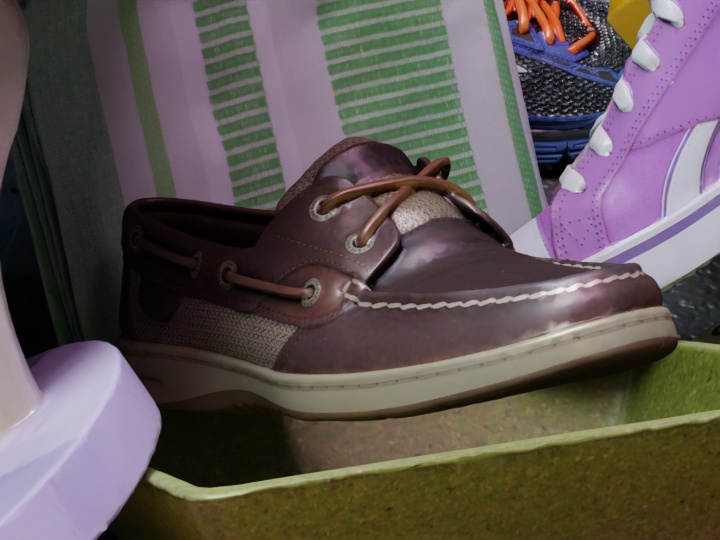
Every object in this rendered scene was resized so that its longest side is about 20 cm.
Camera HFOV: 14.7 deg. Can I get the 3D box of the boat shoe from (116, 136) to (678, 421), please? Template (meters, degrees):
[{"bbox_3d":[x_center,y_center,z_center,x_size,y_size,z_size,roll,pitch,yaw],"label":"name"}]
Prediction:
[{"bbox_3d":[0.000,0.000,0.756,0.072,0.072,0.200,-9,5,-38],"label":"boat shoe"}]

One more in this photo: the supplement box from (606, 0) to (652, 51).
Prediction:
[{"bbox_3d":[0.163,-0.109,0.978,0.110,0.109,0.200,45,19,-10],"label":"supplement box"}]

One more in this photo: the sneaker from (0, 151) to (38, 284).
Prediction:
[{"bbox_3d":[-0.151,0.010,0.848,0.200,0.074,0.082,-15,61,-31],"label":"sneaker"}]

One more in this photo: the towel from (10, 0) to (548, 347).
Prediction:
[{"bbox_3d":[-0.022,-0.044,0.880,0.200,0.153,0.023,-23,15,-40],"label":"towel"}]

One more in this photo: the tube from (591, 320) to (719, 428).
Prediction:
[{"bbox_3d":[0.161,0.019,0.909,0.200,0.058,0.052,-31,89,-39],"label":"tube"}]

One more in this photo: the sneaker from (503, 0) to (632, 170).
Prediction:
[{"bbox_3d":[0.031,-0.088,1.013,0.199,0.079,0.075,1,34,-10],"label":"sneaker"}]

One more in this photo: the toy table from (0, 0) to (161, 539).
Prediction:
[{"bbox_3d":[-0.132,0.026,0.697,0.184,0.117,0.200,-37,10,-12],"label":"toy table"}]

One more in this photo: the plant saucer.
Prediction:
[{"bbox_3d":[0.028,0.058,0.751,0.200,0.048,0.200,-8,4,-17],"label":"plant saucer"}]

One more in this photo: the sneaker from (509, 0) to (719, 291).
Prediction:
[{"bbox_3d":[0.096,-0.066,0.857,0.200,0.114,0.073,-35,6,2],"label":"sneaker"}]
